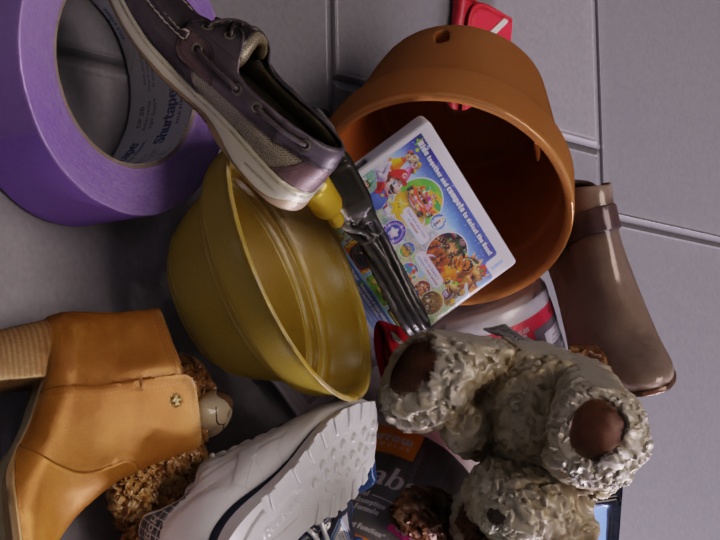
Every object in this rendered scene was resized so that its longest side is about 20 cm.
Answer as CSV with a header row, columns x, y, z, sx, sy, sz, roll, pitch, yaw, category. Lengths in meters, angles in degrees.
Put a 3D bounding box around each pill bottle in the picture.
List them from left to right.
x,y,z,sx,sy,sz,roll,pitch,yaw,category
0.019,0.180,1.698,0.116,0.116,0.200,56,45,-31,pill bottle
0.122,0.112,1.848,0.111,0.111,0.200,-35,112,-49,pill bottle

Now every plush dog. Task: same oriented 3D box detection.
x,y,z,sx,sy,sz,roll,pitch,yaw,category
0.116,0.139,1.605,0.160,0.200,0.172,-7,111,-62,plush dog

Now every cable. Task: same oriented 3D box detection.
x,y,z,sx,sy,sz,roll,pitch,yaw,category
-0.012,-0.034,1.619,0.200,0.050,0.097,63,1,-40,cable

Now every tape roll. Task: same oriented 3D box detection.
x,y,z,sx,sy,sz,roll,pitch,yaw,category
-0.176,-0.132,1.540,0.200,0.066,0.201,10,77,-51,tape roll

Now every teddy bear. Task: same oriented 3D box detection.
x,y,z,sx,sy,sz,roll,pitch,yaw,category
-0.124,0.153,1.559,0.145,0.067,0.200,44,53,-43,teddy bear

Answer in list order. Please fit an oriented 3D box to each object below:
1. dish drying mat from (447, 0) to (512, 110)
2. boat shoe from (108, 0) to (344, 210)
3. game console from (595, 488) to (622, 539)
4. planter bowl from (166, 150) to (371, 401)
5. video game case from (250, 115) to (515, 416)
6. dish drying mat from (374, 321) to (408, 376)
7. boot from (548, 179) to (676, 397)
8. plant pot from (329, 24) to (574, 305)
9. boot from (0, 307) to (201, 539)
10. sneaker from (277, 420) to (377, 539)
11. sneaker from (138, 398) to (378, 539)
x,y,z,sx,sy,sz,roll,pitch,yaw,category
0.097,-0.127,1.930,0.077,0.018,0.201,22,67,-50,dish drying mat
-0.085,-0.132,1.497,0.200,0.065,0.072,52,24,5,boat shoe
0.148,0.250,1.759,0.172,0.119,0.201,-4,105,-27,game console
-0.074,0.009,1.561,0.201,0.083,0.201,56,20,-33,planter bowl
0.000,0.000,1.682,0.200,0.018,0.143,-36,120,-4,video game case
0.094,0.090,1.712,0.200,0.018,0.077,17,43,-37,dish drying mat
0.184,0.007,1.755,0.070,0.200,0.147,-9,100,-13,boot
0.067,-0.093,1.763,0.200,0.200,0.140,55,28,-31,plant pot
-0.167,0.124,1.468,0.144,0.071,0.202,-4,80,-26,boot
-0.046,0.179,1.575,0.200,0.085,0.077,-62,153,-43,sneaker
-0.060,0.134,1.530,0.200,0.080,0.077,-34,127,-48,sneaker
